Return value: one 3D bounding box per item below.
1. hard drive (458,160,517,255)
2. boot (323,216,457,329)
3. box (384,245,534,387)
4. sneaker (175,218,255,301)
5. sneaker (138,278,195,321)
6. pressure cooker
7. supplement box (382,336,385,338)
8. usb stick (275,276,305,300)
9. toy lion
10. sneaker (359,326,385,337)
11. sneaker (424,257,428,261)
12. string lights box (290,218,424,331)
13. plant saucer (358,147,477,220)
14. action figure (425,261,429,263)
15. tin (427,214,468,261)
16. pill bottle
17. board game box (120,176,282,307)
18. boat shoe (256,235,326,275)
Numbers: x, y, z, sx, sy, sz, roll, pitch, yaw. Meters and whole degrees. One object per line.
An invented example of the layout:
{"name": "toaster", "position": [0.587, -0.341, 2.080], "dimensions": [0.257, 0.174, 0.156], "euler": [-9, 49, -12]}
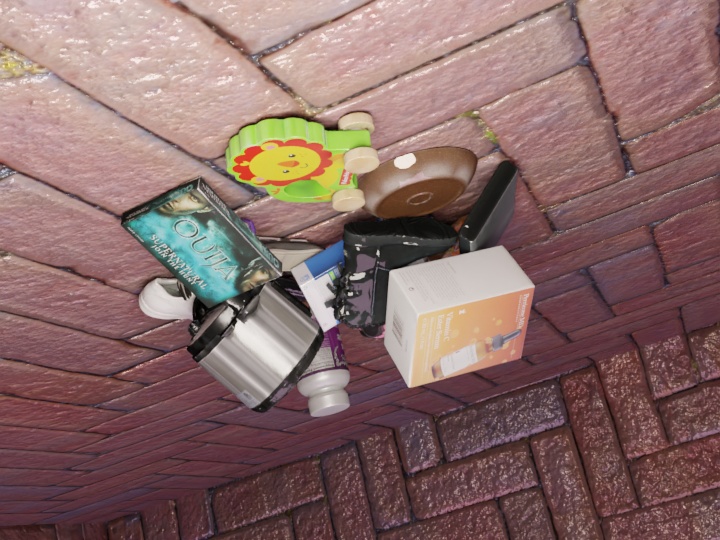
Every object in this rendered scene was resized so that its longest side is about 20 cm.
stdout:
{"name": "hard drive", "position": [0.204, -0.077, 1.601], "dimensions": [0.141, 0.033, 0.200], "euler": [-57, 165, -11]}
{"name": "boot", "position": [0.046, 0.006, 1.540], "dimensions": [0.195, 0.074, 0.165], "euler": [-3, 119, -19]}
{"name": "box", "position": [0.148, 0.069, 1.526], "dimensions": [0.197, 0.107, 0.154], "euler": [-13, 131, -18]}
{"name": "sneaker", "position": [-0.219, -0.016, 1.503], "dimensions": [0.083, 0.082, 0.199], "euler": [-7, 161, -40]}
{"name": "sneaker", "position": [-0.259, 0.044, 1.646], "dimensions": [0.197, 0.076, 0.089], "euler": [3, 149, -30]}
{"name": "pressure cooker", "position": [-0.176, 0.099, 1.561], "dimensions": [0.176, 0.199, 0.179], "euler": [-47, -171, 19]}
{"name": "supplement box", "position": [0.045, 0.079, 1.870], "dimensions": [0.066, 0.070, 0.199], "euler": [-6, -170, -25]}
{"name": "usb stick", "position": [-0.120, 0.032, 1.717], "dimensions": [0.197, 0.033, 0.055], "euler": [12, 167, -27]}
{"name": "toy lion", "position": [-0.079, -0.139, 1.286], "dimensions": [0.188, 0.070, 0.200], "euler": [-4, 161, -10]}
{"name": "sneaker", "position": [0.008, 0.075, 1.742], "dimensions": [0.094, 0.080, 0.200], "euler": [-14, 164, -15]}
{"name": "sneaker", "position": [0.025, -0.027, 1.707], "dimensions": [0.199, 0.075, 0.087], "euler": [-31, 140, 31]}
{"name": "string lights box", "position": [0.000, 0.000, 1.596], "dimensions": [0.198, 0.059, 0.104], "euler": [-30, 125, -5]}
{"name": "plant saucer", "position": [0.085, -0.122, 1.497], "dimensions": [0.197, 0.037, 0.201], "euler": [-13, 162, -4]}
{"name": "action figure", "position": [0.104, 0.021, 1.675], "dimensions": [0.118, 0.055, 0.200], "euler": [-39, -165, -7]}
{"name": "tin", "position": [0.169, -0.035, 1.760], "dimensions": [0.112, 0.042, 0.200], "euler": [-42, 163, -7]}
{"name": "pill bottle", "position": [-0.083, 0.185, 2.005], "dimensions": [0.111, 0.203, 0.112], "euler": [-13, 163, -4]}
{"name": "board game box", "position": [-0.217, -0.035, 1.384], "dimensions": [0.134, 0.028, 0.200], "euler": [-22, 134, 22]}
{"name": "boat shoe", "position": [-0.115, -0.027, 1.606], "dimensions": [0.067, 0.057, 0.199], "euler": [-52, 152, 20]}
